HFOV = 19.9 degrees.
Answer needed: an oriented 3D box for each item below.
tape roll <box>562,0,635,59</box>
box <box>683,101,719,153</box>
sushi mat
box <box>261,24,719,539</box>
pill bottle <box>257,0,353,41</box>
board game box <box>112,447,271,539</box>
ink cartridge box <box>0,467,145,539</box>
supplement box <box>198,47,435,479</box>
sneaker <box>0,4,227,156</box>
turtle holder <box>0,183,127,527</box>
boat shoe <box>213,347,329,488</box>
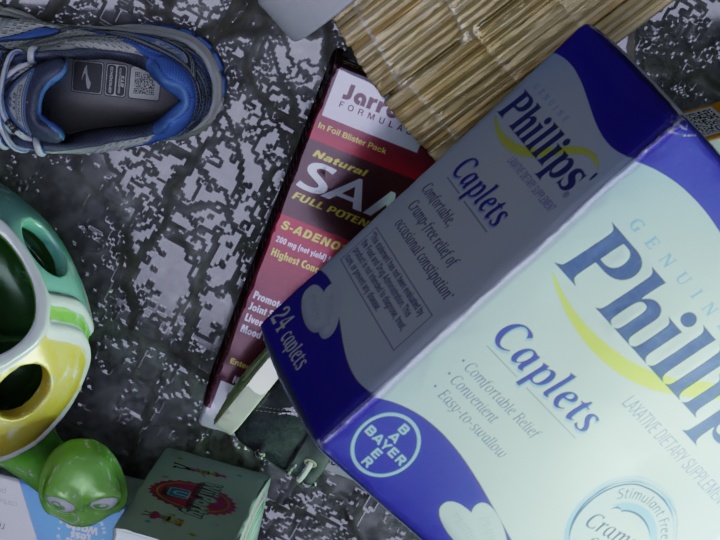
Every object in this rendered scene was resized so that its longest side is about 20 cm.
[{"bbox_3d":[0.195,-0.116,1.021,0.198,0.085,0.202,0,104,1],"label":"tape roll"},{"bbox_3d":[0.138,-0.009,0.960,0.198,0.042,0.120,-13,119,-7],"label":"box"},{"bbox_3d":[0.087,-0.140,0.970,0.199,0.012,0.096,-36,90,19],"label":"sushi mat"},{"bbox_3d":[0.095,0.036,0.887,0.200,0.105,0.184,-43,120,6],"label":"box"},{"bbox_3d":[-0.060,-0.217,0.980,0.114,0.114,0.200,-38,101,9],"label":"pill bottle"},{"bbox_3d":[-0.104,0.210,1.050,0.064,0.148,0.202,15,101,2],"label":"board game box"},{"bbox_3d":[-0.190,0.202,1.094,0.115,0.068,0.202,13,97,4],"label":"ink cartridge box"},{"bbox_3d":[0.000,0.000,1.063,0.108,0.061,0.202,20,102,-5],"label":"supplement box"},{"bbox_3d":[-0.168,-0.094,1.026,0.198,0.085,0.078,-3,105,1],"label":"sneaker"},{"bbox_3d":[-0.196,0.040,1.005,0.140,0.132,0.188,-6,81,-21],"label":"turtle holder"},{"bbox_3d":[0.014,0.022,0.999,0.068,0.072,0.200,41,109,-3],"label":"boat shoe"}]
